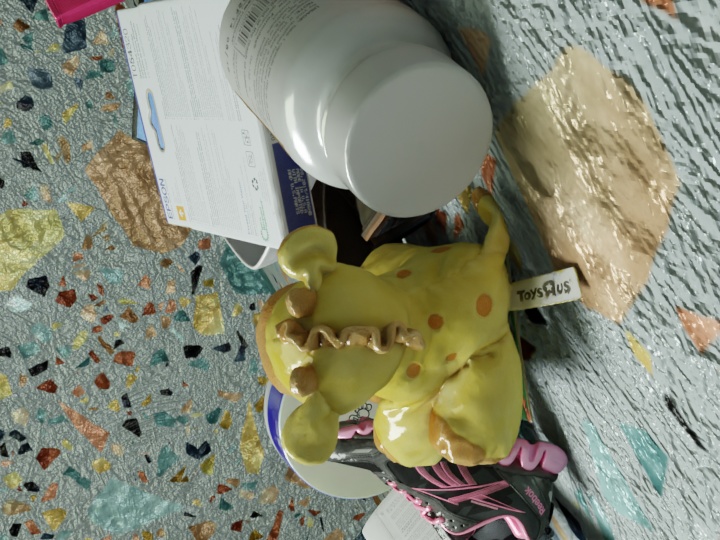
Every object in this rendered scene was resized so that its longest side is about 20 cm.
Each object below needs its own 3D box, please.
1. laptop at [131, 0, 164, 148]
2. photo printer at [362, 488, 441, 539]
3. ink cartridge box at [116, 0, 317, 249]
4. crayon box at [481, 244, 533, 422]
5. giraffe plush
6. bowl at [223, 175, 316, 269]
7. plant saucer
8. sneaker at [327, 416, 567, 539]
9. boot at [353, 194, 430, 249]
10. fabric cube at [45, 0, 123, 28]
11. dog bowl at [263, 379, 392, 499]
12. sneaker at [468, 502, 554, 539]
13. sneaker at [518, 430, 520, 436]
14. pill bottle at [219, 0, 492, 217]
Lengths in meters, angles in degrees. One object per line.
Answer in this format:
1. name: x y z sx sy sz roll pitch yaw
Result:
1. laptop: -0.205 -0.186 0.990 0.200 0.103 0.178 -89 7 -66
2. photo printer: 0.094 0.265 0.979 0.069 0.166 0.200 42 176 -17
3. ink cartridge box: -0.119 -0.126 0.779 0.200 0.043 0.197 14 120 52
4. crayon box: 0.071 0.050 0.723 0.200 0.051 0.127 144 118 -80
5. giraffe plush: 0.009 0.045 0.579 0.200 0.162 0.173 -44 60 48
6. bowl: -0.100 -0.126 1.014 0.200 0.074 0.200 55 138 34
7. plant saucer: 0.000 0.000 0.829 0.200 0.034 0.201 -16 -90 -70
8. sneaker: 0.062 0.166 0.743 0.079 0.199 0.096 155 125 -81
9. boot: 0.011 -0.077 0.721 0.097 0.075 0.200 58 172 6
10. fabric cube: -0.247 -0.367 0.913 0.200 0.199 0.196 66 171 -19
11. dog bowl: -0.011 0.167 1.142 0.201 0.200 0.079 64 167 -14
12. sneaker: 0.156 0.233 0.814 0.200 0.114 0.076 -5 136 43
13. sneaker: 0.088 0.125 0.882 0.200 0.077 0.087 34 111 56
14. pill bottle: -0.006 -0.114 0.584 0.200 0.114 0.115 50 165 52
